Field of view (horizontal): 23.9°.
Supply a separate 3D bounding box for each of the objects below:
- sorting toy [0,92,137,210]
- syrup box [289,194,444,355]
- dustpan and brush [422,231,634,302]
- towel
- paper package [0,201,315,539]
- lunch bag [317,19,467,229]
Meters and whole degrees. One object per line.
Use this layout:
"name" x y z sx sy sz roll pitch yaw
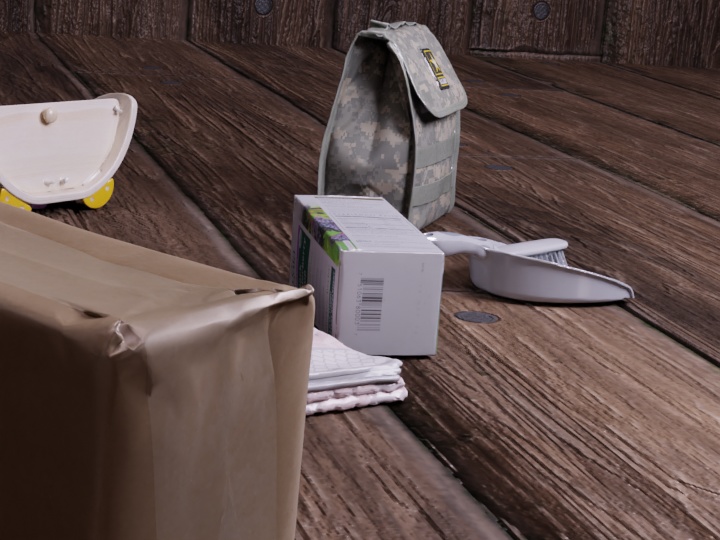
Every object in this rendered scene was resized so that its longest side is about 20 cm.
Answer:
"sorting toy" -0.346 -0.113 1.639 0.179 0.107 0.200 6 12 41
"syrup box" 0.000 0.000 1.300 0.081 0.079 0.200 1 14 -14
"dustpan and brush" 0.120 -0.009 1.422 0.199 0.058 0.139 -6 17 -38
"towel" -0.099 0.057 1.128 0.199 0.032 0.191 -5 16 -38
"paper package" -0.120 0.087 0.617 0.190 0.201 0.103 16 17 38
"lunch bag" 0.035 -0.146 1.668 0.117 0.201 0.164 8 13 15
